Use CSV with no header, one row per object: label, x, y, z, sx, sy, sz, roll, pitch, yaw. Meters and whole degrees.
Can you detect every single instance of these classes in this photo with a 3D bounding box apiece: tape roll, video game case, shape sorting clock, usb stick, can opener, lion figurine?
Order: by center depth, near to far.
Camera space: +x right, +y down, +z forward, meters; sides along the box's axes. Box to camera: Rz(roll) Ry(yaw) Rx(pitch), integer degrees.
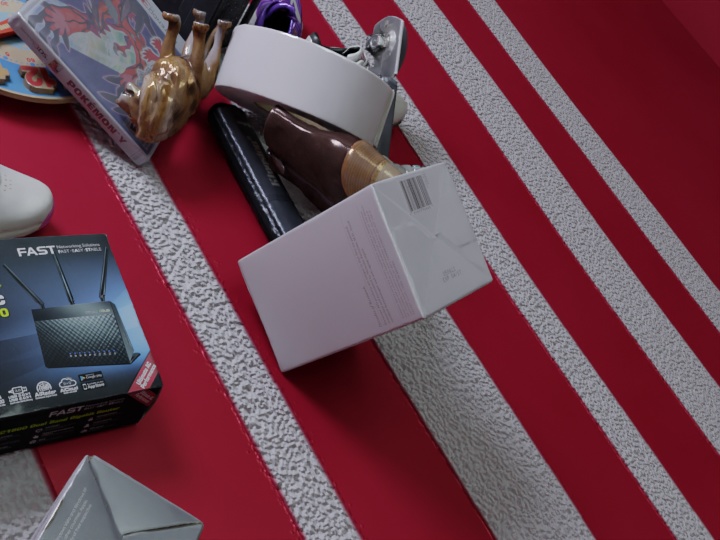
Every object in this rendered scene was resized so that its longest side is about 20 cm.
shape sorting clock,-0.352,-0.245,0.838,0.197,0.039,0.203,24,43,-24
video game case,-0.258,-0.238,0.875,0.183,0.023,0.202,50,33,-28
lion figurine,-0.184,-0.209,0.877,0.071,0.125,0.200,17,20,8
usb stick,-0.115,-0.106,0.923,0.055,0.033,0.203,-5,58,-47
tape roll,-0.063,-0.204,0.936,0.198,0.072,0.202,21,0,0
can opener,0.034,-0.228,1.070,0.066,0.052,0.206,9,87,-48

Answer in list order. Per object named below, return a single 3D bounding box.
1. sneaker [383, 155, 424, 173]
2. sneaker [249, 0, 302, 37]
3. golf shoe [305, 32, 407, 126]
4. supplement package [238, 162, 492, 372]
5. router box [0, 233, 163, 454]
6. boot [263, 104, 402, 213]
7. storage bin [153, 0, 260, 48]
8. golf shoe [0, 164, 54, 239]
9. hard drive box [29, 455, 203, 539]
sneaker,0.032,-0.083,0.997,0.197,0.077,0.093,1,62,-43
sneaker,-0.105,-0.331,1.096,0.079,0.084,0.203,27,40,-18
golf shoe,-0.007,-0.250,1.101,0.196,0.092,0.074,12,42,-35
supplement package,0.000,0.000,0.774,0.120,0.198,0.122,-22,88,-48
router box,-0.267,0.054,0.622,0.197,0.062,0.152,-6,58,-44
boot,-0.025,-0.082,0.903,0.164,0.202,0.073,29,62,19
storage bin,-0.219,-0.377,0.994,0.200,0.135,0.094,46,39,5
golf shoe,-0.339,-0.077,0.657,0.196,0.092,0.077,8,48,-38
hard drive box,-0.180,0.221,0.437,0.076,0.200,0.157,33,40,-11
